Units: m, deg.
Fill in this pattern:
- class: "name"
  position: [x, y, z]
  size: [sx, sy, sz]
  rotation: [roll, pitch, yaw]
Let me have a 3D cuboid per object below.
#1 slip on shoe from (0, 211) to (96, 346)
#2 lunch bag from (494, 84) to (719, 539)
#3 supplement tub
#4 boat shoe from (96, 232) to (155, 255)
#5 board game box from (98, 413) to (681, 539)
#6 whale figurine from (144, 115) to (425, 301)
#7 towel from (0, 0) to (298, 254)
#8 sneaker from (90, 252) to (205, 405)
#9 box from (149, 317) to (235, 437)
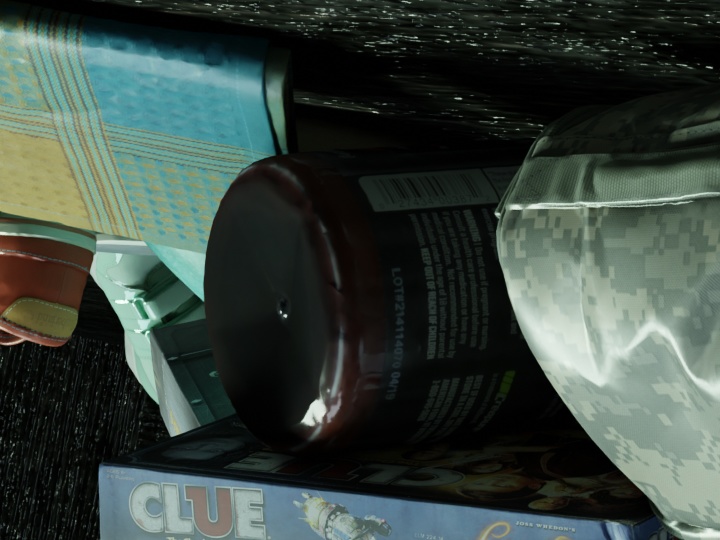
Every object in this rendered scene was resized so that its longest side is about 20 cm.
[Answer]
- class: "slip on shoe"
  position: [-0.189, 0.012, 1.043]
  size: [0.200, 0.061, 0.074]
  rotation: [-7, 164, 44]
- class: "lunch bag"
  position: [0.152, 0.011, 0.683]
  size: [0.168, 0.140, 0.200]
  rotation: [34, 161, -30]
- class: "supplement tub"
  position: [0.051, 0.005, 0.866]
  size: [0.200, 0.107, 0.107]
  rotation: [-5, -177, -31]
- class: "boat shoe"
  position: [-0.155, -0.039, 1.115]
  size: [0.199, 0.073, 0.062]
  rotation: [5, 172, -4]
- class: "board game box"
  position: [0.028, 0.079, 0.842]
  size: [0.200, 0.035, 0.135]
  rotation: [4, -171, 27]
- class: "whale figurine"
  position: [-0.040, -0.012, 0.997]
  size: [0.200, 0.104, 0.159]
  rotation: [15, 174, -23]
- class: "towel"
  position: [-0.117, -0.057, 0.881]
  size: [0.199, 0.022, 0.147]
  rotation: [11, 153, 8]
- class: "sneaker"
  position: [-0.076, 0.029, 1.240]
  size: [0.118, 0.074, 0.201]
  rotation: [44, 161, 28]
- class: "box"
  position: [0.017, 0.054, 1.076]
  size: [0.199, 0.048, 0.158]
  rotation: [-13, -158, -13]
